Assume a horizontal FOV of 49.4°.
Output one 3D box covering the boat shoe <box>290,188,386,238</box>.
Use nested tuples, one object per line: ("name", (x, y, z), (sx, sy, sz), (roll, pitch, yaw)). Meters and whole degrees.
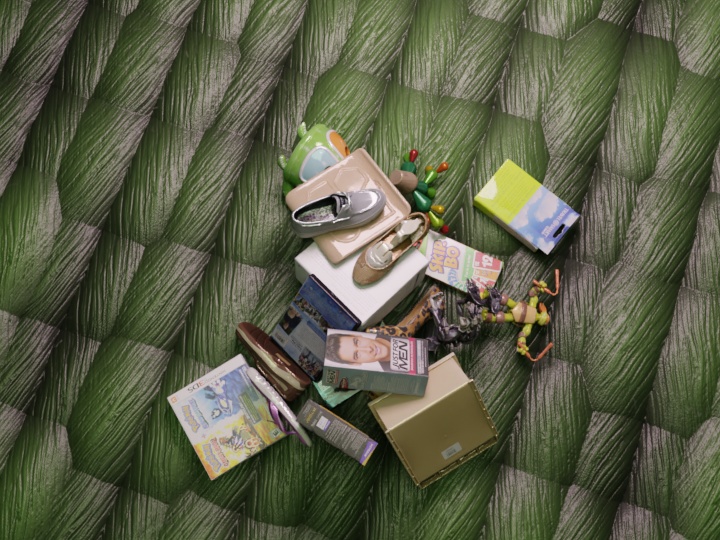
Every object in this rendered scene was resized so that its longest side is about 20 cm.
("boat shoe", (-0.043, -0.120, 1.551), (0.200, 0.072, 0.070), (-19, 72, -6))

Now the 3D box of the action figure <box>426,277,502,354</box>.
("action figure", (0.206, 0.092, 1.609), (0.119, 0.200, 0.102), (7, 53, -26))

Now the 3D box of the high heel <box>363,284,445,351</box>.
("high heel", (0.091, 0.089, 1.635), (0.200, 0.071, 0.143), (11, 82, -35))

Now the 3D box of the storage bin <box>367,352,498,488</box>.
("storage bin", (0.153, 0.306, 1.569), (0.200, 0.094, 0.199), (-31, 123, -5))

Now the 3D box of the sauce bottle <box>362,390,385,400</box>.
("sauce bottle", (0.012, 0.215, 1.620), (0.200, 0.066, 0.066), (39, 83, 8))

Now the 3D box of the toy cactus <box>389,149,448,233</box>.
("toy cactus", (0.127, -0.180, 1.674), (0.102, 0.165, 0.201), (-22, 70, 30))

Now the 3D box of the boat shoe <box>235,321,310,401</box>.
("boat shoe", (-0.201, 0.197, 1.656), (0.202, 0.075, 0.075), (42, 107, 18))

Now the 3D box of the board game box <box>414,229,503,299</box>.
("board game box", (0.202, -0.014, 1.708), (0.200, 0.030, 0.096), (24, 81, 9))

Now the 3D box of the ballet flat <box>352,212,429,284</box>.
("ballet flat", (0.061, -0.052, 1.566), (0.070, 0.065, 0.200), (42, 72, 12))

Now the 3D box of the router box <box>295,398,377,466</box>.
("router box", (-0.044, 0.323, 1.559), (0.157, 0.200, 0.052), (32, 80, 7))

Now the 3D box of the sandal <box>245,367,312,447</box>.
("sandal", (-0.174, 0.286, 1.598), (0.050, 0.082, 0.203), (-39, 84, -7))

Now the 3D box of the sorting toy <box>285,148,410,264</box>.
("sorting toy", (-0.026, -0.133, 1.613), (0.200, 0.036, 0.185), (-35, 74, -10))

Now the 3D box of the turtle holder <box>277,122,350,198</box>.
("turtle holder", (-0.100, -0.220, 1.698), (0.132, 0.141, 0.186), (35, 80, 7))

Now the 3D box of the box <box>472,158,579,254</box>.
("box", (0.361, -0.136, 1.714), (0.200, 0.048, 0.122), (40, 83, 8))

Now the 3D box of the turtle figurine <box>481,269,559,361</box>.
("turtle figurine", (0.338, 0.080, 1.662), (0.161, 0.064, 0.201), (15, 90, -5))

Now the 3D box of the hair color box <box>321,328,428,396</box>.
("hair color box", (0.029, 0.177, 1.515), (0.199, 0.061, 0.099), (6, 41, -2))

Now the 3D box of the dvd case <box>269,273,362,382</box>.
("dvd case", (-0.094, 0.121, 1.600), (0.143, 0.018, 0.200), (44, 126, 12))

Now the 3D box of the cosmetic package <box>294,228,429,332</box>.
("cosmetic package", (0.000, 0.000, 1.642), (0.200, 0.123, 0.199), (-41, 76, -18))

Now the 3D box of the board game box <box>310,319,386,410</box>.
("board game box", (-0.017, 0.189, 1.672), (0.200, 0.028, 0.135), (-32, 79, -4))

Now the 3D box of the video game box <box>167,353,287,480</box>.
("video game box", (-0.280, 0.307, 1.649), (0.182, 0.047, 0.200), (-32, 80, -3))
